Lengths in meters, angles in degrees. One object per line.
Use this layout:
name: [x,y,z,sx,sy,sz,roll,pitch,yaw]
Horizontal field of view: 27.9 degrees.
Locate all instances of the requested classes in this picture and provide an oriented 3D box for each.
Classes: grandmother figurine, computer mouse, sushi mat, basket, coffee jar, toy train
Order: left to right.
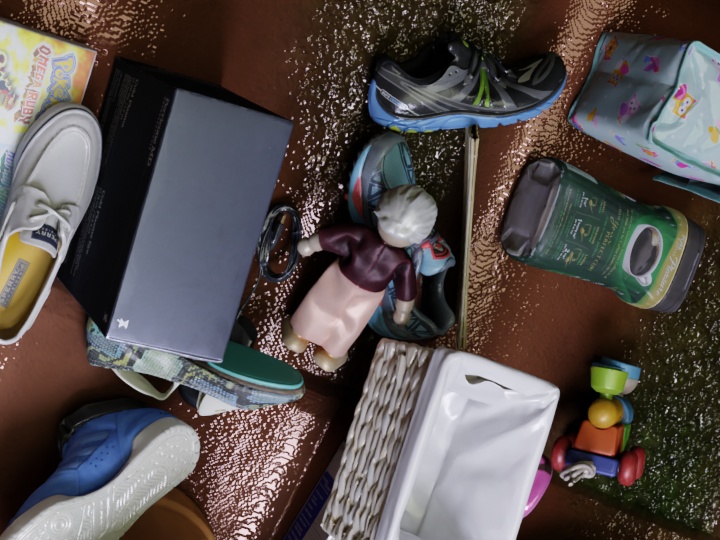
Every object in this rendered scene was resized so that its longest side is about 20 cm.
computer mouse: [-0.107,0.032,1.315,0.058,0.034,0.202,29,87,-2]
grandmother figurine: [0.000,0.000,1.282,0.120,0.061,0.200,26,126,-18]
basket: [0.066,0.169,1.277,0.134,0.123,0.203,20,88,-32]
sushi mat: [0.099,-0.034,1.352,0.012,0.096,0.203,3,105,1]
toy train: [0.236,0.146,1.419,0.083,0.200,0.118,10,90,17]
coffee jar: [0.241,-0.031,1.415,0.198,0.085,0.106,20,93,-26]

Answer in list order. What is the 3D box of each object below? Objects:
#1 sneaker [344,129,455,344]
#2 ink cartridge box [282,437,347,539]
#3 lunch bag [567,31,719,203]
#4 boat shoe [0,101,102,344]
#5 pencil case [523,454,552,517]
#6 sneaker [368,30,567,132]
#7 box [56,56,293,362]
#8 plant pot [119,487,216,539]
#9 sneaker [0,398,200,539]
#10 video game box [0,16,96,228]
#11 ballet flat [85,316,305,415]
sneaker: [0.050,-0.030,1.319,0.079,0.095,0.203,-30,121,-40]
ink cartridge box: [-0.044,0.262,1.367,0.037,0.095,0.202,29,92,-18]
lunch bag: [0.323,-0.136,1.373,0.198,0.170,0.123,24,94,-24]
boat shoe: [-0.255,-0.035,1.156,0.070,0.070,0.202,24,94,-31]
pencil case: [0.097,0.177,1.412,0.199,0.090,0.095,33,55,-26]
sneaker: [0.102,-0.176,1.320,0.197,0.071,0.084,-9,114,-18]
box: [-0.157,-0.053,1.179,0.103,0.182,0.203,13,100,-26]
plant pot: [-0.201,0.302,1.286,0.197,0.140,0.203,-7,108,-23]
sneaker: [-0.243,0.183,1.246,0.199,0.111,0.077,-39,125,-23]
video game box: [-0.327,-0.110,1.165,0.180,0.047,0.203,14,99,-29]
ballet flat: [-0.148,0.088,1.268,0.198,0.074,0.075,22,96,-1]
